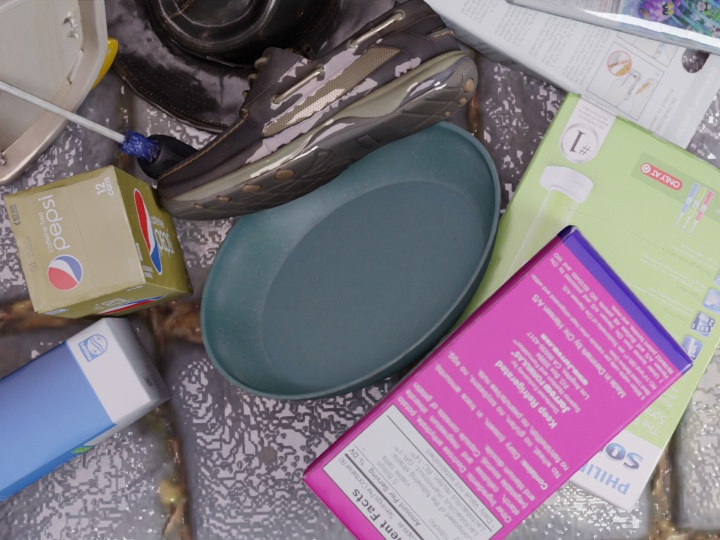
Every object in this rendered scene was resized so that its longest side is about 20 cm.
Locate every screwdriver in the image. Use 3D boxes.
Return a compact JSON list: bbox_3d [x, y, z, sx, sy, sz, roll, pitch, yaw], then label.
[{"bbox_3d":[-0.147,-0.079,1.390,0.029,0.200,0.028,44,104,37],"label":"screwdriver"}]

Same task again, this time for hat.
[{"bbox_3d":[-0.071,-0.182,1.434,0.200,0.081,0.202,0,87,3],"label":"hat"}]

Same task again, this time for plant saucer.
[{"bbox_3d":[0.000,0.000,1.398,0.200,0.200,0.036,-40,129,1],"label":"plant saucer"}]

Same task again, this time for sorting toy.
[{"bbox_3d":[-0.238,-0.178,1.406,0.107,0.200,0.180,-41,75,-19],"label":"sorting toy"}]

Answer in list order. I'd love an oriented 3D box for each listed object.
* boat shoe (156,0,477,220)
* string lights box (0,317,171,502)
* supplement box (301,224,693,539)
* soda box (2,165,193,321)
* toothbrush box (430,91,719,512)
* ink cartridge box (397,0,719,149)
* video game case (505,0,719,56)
[{"bbox_3d":[-0.031,-0.093,1.408,0.199,0.074,0.074,-25,75,5],"label":"boat shoe"},{"bbox_3d":[-0.214,0.103,1.418,0.200,0.103,0.059,-31,87,1],"label":"string lights box"},{"bbox_3d":[0.074,0.078,1.325,0.200,0.101,0.103,-41,88,4],"label":"supplement box"},{"bbox_3d":[-0.145,-0.012,1.371,0.064,0.200,0.068,-16,87,2],"label":"soda box"},{"bbox_3d":[0.138,0.018,1.415,0.145,0.086,0.201,27,89,3],"label":"toothbrush box"},{"bbox_3d":[0.141,-0.186,1.453,0.200,0.057,0.163,30,89,-17],"label":"ink cartridge box"},{"bbox_3d":[0.192,-0.234,1.424,0.181,0.024,0.201,12,92,-13],"label":"video game case"}]
